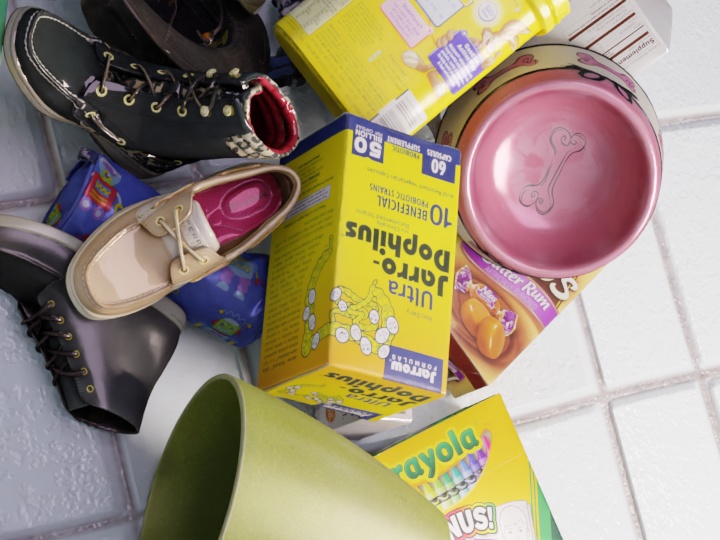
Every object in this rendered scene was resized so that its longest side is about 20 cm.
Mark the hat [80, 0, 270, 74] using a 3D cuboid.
[{"bbox_3d":[-0.167,-0.206,1.500,0.200,0.081,0.202,37,33,-29],"label":"hat"}]

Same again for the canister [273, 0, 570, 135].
[{"bbox_3d":[0.047,-0.203,1.511,0.199,0.087,0.149,-39,96,-4],"label":"canister"}]

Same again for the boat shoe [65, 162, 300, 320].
[{"bbox_3d":[-0.128,-0.030,1.392,0.199,0.069,0.074,-34,99,-29],"label":"boat shoe"}]

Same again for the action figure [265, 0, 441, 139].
[{"bbox_3d":[-0.023,-0.160,1.600,0.199,0.105,0.195,-29,85,-23],"label":"action figure"}]

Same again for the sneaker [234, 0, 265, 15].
[{"bbox_3d":[-0.071,-0.285,1.559,0.077,0.088,0.201,43,33,-13],"label":"sneaker"}]

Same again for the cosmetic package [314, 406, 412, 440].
[{"bbox_3d":[-0.003,0.032,1.548,0.050,0.082,0.202,7,71,-29],"label":"cosmetic package"}]

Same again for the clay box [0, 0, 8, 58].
[{"bbox_3d":[-0.304,-0.127,1.370,0.047,0.115,0.202,16,68,-30],"label":"clay box"}]

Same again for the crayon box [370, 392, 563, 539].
[{"bbox_3d":[0.067,0.220,1.550,0.199,0.058,0.174,-23,89,-37],"label":"crayon box"}]

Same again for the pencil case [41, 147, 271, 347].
[{"bbox_3d":[-0.154,-0.017,1.463,0.199,0.078,0.088,31,46,-23],"label":"pencil case"}]

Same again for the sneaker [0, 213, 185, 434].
[{"bbox_3d":[-0.226,0.040,1.397,0.199,0.075,0.107,29,62,-25],"label":"sneaker"}]

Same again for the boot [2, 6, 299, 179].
[{"bbox_3d":[-0.152,-0.137,1.389,0.203,0.152,0.074,42,54,-49],"label":"boot"}]

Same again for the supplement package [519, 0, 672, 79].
[{"bbox_3d":[0.161,-0.252,1.660,0.201,0.146,0.191,53,19,-9],"label":"supplement package"}]

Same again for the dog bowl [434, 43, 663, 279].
[{"bbox_3d":[0.161,-0.083,1.562,0.197,0.074,0.203,-1,106,-2],"label":"dog bowl"}]

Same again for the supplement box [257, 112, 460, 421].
[{"bbox_3d":[0.000,0.000,1.443,0.108,0.109,0.202,15,68,-28],"label":"supplement box"}]

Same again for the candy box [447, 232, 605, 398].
[{"bbox_3d":[0.122,0.005,1.657,0.117,0.056,0.200,53,53,-7],"label":"candy box"}]

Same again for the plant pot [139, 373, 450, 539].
[{"bbox_3d":[-0.039,0.195,1.393,0.198,0.187,0.189,19,65,-21],"label":"plant pot"}]
